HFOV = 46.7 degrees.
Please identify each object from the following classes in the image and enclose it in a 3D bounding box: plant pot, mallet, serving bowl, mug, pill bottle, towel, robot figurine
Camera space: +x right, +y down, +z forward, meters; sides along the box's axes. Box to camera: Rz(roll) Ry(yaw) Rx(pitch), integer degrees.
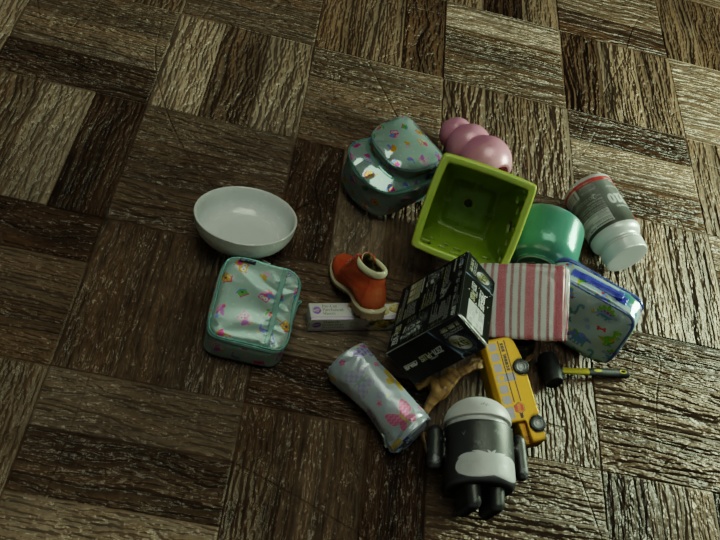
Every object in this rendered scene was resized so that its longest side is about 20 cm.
[{"bbox_3d":[0.224,-0.122,1.693,0.199,0.200,0.182,20,12,1],"label":"plant pot"},{"bbox_3d":[0.438,0.191,1.641,0.199,0.041,0.066,-1,52,-23],"label":"mallet"},{"bbox_3d":[-0.226,-0.083,1.619,0.199,0.066,0.200,10,35,-7],"label":"serving bowl"},{"bbox_3d":[0.390,-0.040,1.722,0.185,0.152,0.115,24,59,0],"label":"mug"},{"bbox_3d":[0.544,-0.106,1.840,0.114,0.114,0.200,-8,57,-21],"label":"pill bottle"},{"bbox_3d":[0.293,0.060,1.581,0.199,0.030,0.147,2,77,15],"label":"towel"},{"bbox_3d":[0.200,0.315,1.417,0.150,0.125,0.200,37,44,-43],"label":"robot figurine"}]

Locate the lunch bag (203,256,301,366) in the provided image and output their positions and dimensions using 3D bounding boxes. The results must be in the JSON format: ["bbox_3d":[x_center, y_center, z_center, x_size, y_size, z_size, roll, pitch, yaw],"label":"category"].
[{"bbox_3d":[-0.191,0.070,1.519,0.160,0.077,0.200,14,51,-6],"label":"lunch bag"}]

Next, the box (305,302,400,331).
[{"bbox_3d":[-0.003,0.088,1.585,0.199,0.039,0.042,1,52,-15],"label":"box"}]

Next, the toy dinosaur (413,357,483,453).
[{"bbox_3d":[0.137,0.218,1.503,0.200,0.060,0.106,-49,41,-10],"label":"toy dinosaur"}]

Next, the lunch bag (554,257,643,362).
[{"bbox_3d":[0.441,0.077,1.638,0.200,0.161,0.082,30,46,14],"label":"lunch bag"}]

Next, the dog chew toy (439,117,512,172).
[{"bbox_3d":[0.251,-0.273,1.884,0.124,0.125,0.200,-19,53,-27],"label":"dog chew toy"}]

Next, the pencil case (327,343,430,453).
[{"bbox_3d":[0.031,0.224,1.466,0.200,0.091,0.083,48,16,19],"label":"pencil case"}]

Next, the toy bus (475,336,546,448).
[{"bbox_3d":[0.275,0.225,1.527,0.078,0.065,0.201,-10,68,-9],"label":"toy bus"}]

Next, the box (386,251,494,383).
[{"bbox_3d":[0.148,0.083,1.506,0.086,0.164,0.200,48,30,-19],"label":"box"}]

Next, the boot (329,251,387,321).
[{"bbox_3d":[0.000,0.000,1.585,0.075,0.108,0.200,-6,30,-23],"label":"boot"}]

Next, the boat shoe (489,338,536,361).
[{"bbox_3d":[0.252,0.114,1.625,0.200,0.062,0.075,25,53,5],"label":"boat shoe"}]

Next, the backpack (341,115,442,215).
[{"bbox_3d":[0.064,-0.220,1.769,0.200,0.153,0.176,-30,72,-24],"label":"backpack"}]
